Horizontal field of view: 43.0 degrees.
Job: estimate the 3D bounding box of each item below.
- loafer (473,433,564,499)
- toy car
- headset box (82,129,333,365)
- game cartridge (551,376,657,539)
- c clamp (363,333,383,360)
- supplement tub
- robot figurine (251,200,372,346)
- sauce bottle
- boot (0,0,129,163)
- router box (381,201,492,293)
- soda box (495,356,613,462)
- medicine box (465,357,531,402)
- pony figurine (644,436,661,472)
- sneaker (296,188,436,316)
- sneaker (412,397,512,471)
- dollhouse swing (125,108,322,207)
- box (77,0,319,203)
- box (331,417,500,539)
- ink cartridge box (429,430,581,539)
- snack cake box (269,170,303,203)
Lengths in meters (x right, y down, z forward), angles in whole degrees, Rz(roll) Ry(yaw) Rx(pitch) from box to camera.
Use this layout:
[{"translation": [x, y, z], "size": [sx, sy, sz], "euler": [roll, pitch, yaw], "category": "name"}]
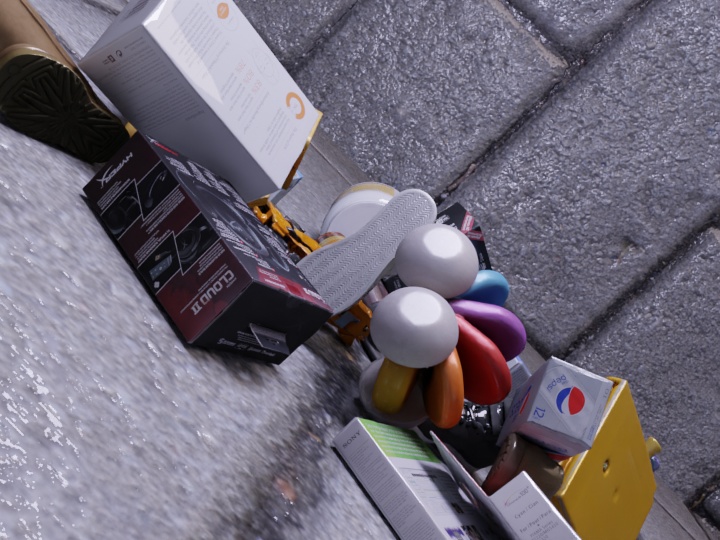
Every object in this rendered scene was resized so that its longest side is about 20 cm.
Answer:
[{"translation": [0.158, 0.220, 0.921], "size": [0.067, 0.076, 0.200], "euler": [28, -14, 13], "category": "loafer"}, {"translation": [0.089, 0.066, 0.911], "size": [0.150, 0.200, 0.175], "euler": [17, -38, 7], "category": "toy car"}, {"translation": [-0.122, -0.008, 0.780], "size": [0.200, 0.077, 0.149], "euler": [51, 10, 24], "category": "headset box"}, {"translation": [0.277, 0.251, 1.040], "size": [0.032, 0.176, 0.200], "euler": [9, -45, 40], "category": "game cartridge"}, {"translation": [0.075, 0.145, 1.159], "size": [0.171, 0.027, 0.200], "euler": [38, 13, -37], "category": "c clamp"}, {"translation": [0.014, -0.055, 1.385], "size": [0.145, 0.145, 0.200], "euler": [45, 9, -6], "category": "supplement tub"}, {"translation": [-0.066, -0.002, 1.067], "size": [0.200, 0.058, 0.145], "euler": [42, 9, -26], "category": "robot figurine"}, {"translation": [-0.003, 0.023, 1.201], "size": [0.066, 0.066, 0.200], "euler": [37, 8, -43], "category": "sauce bottle"}, {"translation": [-0.308, -0.198, 0.823], "size": [0.200, 0.066, 0.175], "euler": [51, -2, 23], "category": "boot"}, {"translation": [0.109, 0.021, 1.279], "size": [0.062, 0.150, 0.200], "euler": [55, -7, 44], "category": "router box"}, {"translation": [0.187, 0.145, 0.905], "size": [0.063, 0.068, 0.200], "euler": [22, -16, 6], "category": "soda box"}, {"translation": [0.157, 0.138, 1.227], "size": [0.182, 0.103, 0.200], "euler": [55, 2, 43], "category": "medicine box"}, {"translation": [0.288, 0.272, 1.175], "size": [0.167, 0.200, 0.193], "euler": [46, -10, 50], "category": "pony figurine"}, {"translation": [0.000, 0.000, 0.995], "size": [0.074, 0.200, 0.116], "euler": [54, -5, 13], "category": "sneaker"}, {"translation": [0.120, 0.161, 1.027], "size": [0.200, 0.099, 0.071], "euler": [40, 38, -38], "category": "sneaker"}, {"translation": [-0.174, -0.138, 1.070], "size": [0.200, 0.176, 0.182], "euler": [24, -25, -7], "category": "dollhouse swing"}, {"translation": [-0.150, -0.175, 0.889], "size": [0.200, 0.097, 0.124], "euler": [50, 42, -29], "category": "box"}, {"translation": [0.070, 0.218, 0.792], "size": [0.200, 0.036, 0.144], "euler": [52, 10, 26], "category": "box"}, {"translation": [0.150, 0.237, 0.827], "size": [0.176, 0.045, 0.200], "euler": [49, -9, 40], "category": "ink cartridge box"}, {"translation": [-0.180, -0.182, 1.313], "size": [0.200, 0.067, 0.115], "euler": [46, 10, -3], "category": "snack cake box"}]
